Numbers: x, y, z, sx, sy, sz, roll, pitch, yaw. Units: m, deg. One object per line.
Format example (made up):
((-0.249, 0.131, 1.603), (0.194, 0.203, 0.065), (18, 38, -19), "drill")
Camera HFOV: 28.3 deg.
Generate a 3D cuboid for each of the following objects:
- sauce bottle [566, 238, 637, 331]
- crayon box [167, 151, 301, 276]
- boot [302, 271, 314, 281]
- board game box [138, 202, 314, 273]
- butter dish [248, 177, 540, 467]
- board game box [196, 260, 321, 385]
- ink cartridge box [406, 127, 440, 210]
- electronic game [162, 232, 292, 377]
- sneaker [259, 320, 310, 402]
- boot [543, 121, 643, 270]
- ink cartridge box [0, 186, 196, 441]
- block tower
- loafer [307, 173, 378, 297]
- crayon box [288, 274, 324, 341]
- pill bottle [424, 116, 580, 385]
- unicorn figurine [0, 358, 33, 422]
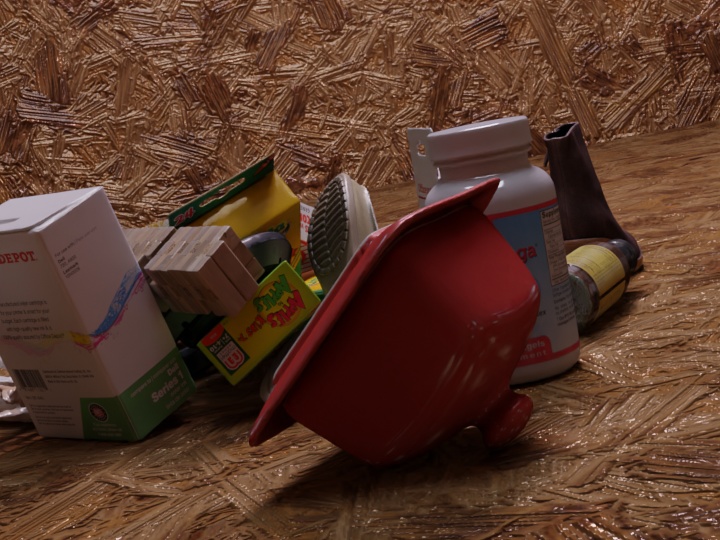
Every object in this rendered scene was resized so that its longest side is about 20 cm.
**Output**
((0.216, 0.010, 1.335), (0.064, 0.066, 0.199), (-7, 7, 27), "sauce bottle")
((-0.121, -0.018, 1.408), (0.126, 0.051, 0.201), (-33, -24, -18), "crayon box")
((-0.031, -0.007, 1.786), (0.152, 0.075, 0.200), (-4, 12, 17), "boot")
((-0.132, -0.029, 1.584), (0.198, 0.047, 0.151), (-17, -24, 37), "board game box")
((0.052, 0.059, 0.956), (0.201, 0.147, 0.199), (-56, -15, 24), "butter dish")
((-0.085, 0.047, 1.263), (0.102, 0.048, 0.200), (-44, -1, -2), "board game box")
((0.099, -0.036, 1.306), (0.067, 0.203, 0.115), (-11, 8, -8), "ink cartridge box")
((-0.142, 0.039, 1.355), (0.200, 0.042, 0.200), (-41, -15, -14), "electronic game")
((0.010, 0.067, 1.219), (0.200, 0.105, 0.075), (-47, 20, -22), "sneaker")
((0.245, -0.075, 1.504), (0.071, 0.169, 0.200), (-7, 8, 23), "boot")
((-0.247, 0.038, 1.215), (0.144, 0.202, 0.084), (-4, 26, 43), "ink cartridge box")
((-0.160, 0.000, 1.222), (0.199, 0.058, 0.054), (4, 47, 52), "block tower")
((0.000, 0.000, 1.370), (0.068, 0.202, 0.076), (14, -36, -35), "loafer")
((0.003, 0.029, 1.507), (0.117, 0.059, 0.200), (-9, 8, 16), "crayon box")
((0.110, -0.016, 1.144), (0.107, 0.203, 0.109), (-11, 7, 1), "pill bottle")
((-0.341, 0.117, 1.365), (0.136, 0.075, 0.199), (-5, 16, -40), "unicorn figurine")
